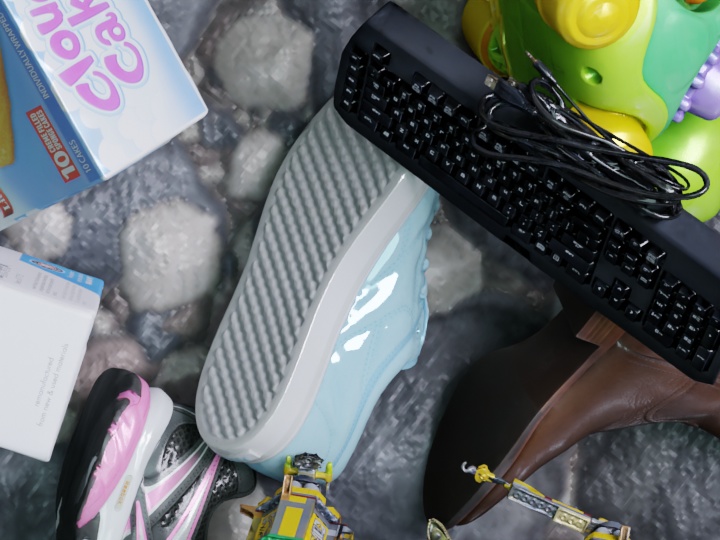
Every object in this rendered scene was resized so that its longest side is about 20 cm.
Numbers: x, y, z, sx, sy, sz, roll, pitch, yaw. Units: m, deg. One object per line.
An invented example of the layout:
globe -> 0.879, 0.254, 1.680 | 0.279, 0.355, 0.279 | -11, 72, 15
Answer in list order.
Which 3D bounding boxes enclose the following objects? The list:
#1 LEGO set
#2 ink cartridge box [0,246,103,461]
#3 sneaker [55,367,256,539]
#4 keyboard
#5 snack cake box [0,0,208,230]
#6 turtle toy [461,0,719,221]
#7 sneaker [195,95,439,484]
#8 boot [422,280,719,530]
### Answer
LEGO set -> 0.036, 0.144, 1.229 | 0.198, 0.116, 0.155 | 1, 117, 9
ink cartridge box -> -0.212, 0.010, 1.198 | 0.199, 0.116, 0.068 | 19, 95, -5
sneaker -> -0.101, 0.150, 1.245 | 0.086, 0.080, 0.201 | 19, 100, -17
keyboard -> 0.067, -0.032, 1.139 | 0.199, 0.104, 0.040 | 36, 53, 15
snack cake box -> -0.161, -0.123, 1.181 | 0.067, 0.115, 0.201 | -36, 99, -39
turtle toy -> 0.109, -0.098, 1.200 | 0.100, 0.146, 0.201 | -18, 128, -10
sneaker -> 0.000, 0.000, 1.248 | 0.082, 0.074, 0.201 | 34, 82, -46
boot -> 0.150, 0.073, 1.263 | 0.199, 0.064, 0.187 | 19, 129, -27
